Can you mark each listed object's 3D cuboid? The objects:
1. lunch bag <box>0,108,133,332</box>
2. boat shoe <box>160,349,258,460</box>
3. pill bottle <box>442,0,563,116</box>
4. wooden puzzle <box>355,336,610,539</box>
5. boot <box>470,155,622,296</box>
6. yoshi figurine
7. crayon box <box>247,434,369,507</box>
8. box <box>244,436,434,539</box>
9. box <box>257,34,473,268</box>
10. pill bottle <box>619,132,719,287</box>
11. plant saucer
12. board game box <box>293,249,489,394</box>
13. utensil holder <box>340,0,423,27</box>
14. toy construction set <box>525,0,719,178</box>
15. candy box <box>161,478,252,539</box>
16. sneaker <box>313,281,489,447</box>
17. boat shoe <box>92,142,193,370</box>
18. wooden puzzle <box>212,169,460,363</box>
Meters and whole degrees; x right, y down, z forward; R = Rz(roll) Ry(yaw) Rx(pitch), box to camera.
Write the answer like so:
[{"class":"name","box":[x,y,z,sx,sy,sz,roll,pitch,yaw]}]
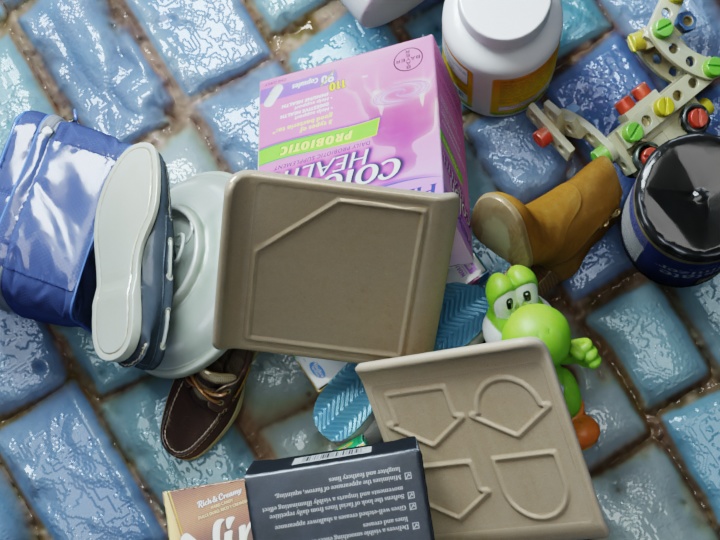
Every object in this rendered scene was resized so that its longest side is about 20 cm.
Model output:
[{"class":"lunch bag","box":[-0.290,-0.055,1.531,0.131,0.136,0.202,16,78,5]},{"class":"boat shoe","box":[-0.136,0.090,1.509,0.072,0.072,0.201,36,102,13]},{"class":"pill bottle","box":[0.130,-0.221,1.503,0.110,0.200,0.112,-1,80,3]},{"class":"wooden puzzle","box":[0.109,0.149,1.407,0.184,0.046,0.201,-11,111,33]},{"class":"boot","box":[0.175,-0.057,1.472,0.071,0.202,0.144,38,76,26]},{"class":"yoshi figurine","box":[0.155,0.092,1.443,0.111,0.201,0.113,12,47,35]},{"class":"crayon box","box":[-0.003,0.262,1.439,0.118,0.058,0.201,-27,89,1]},{"class":"box","box":[-0.008,0.252,1.357,0.147,0.107,0.202,-8,89,0]},{"class":"box","box":[0.002,-0.092,1.483,0.174,0.097,0.201,-13,52,15]},{"class":"pill bottle","box":[0.292,-0.047,1.463,0.111,0.200,0.113,-1,80,4]},{"class":"plant saucer","box":[-0.170,-0.003,1.503,0.199,0.050,0.202,-18,61,37]},{"class":"board game box","box":[0.000,0.000,1.552,0.199,0.040,0.154,-34,80,-3]},{"class":"utensil holder","box":[0.003,-0.359,1.556,0.169,0.170,0.201,-37,83,-4]},{"class":"toy construction set","box":[0.259,-0.166,1.541,0.199,0.092,0.132,-37,94,1]},{"class":"candy box","box":[-0.077,0.246,1.505,0.198,0.056,0.118,-8,81,0]},{"class":"sneaker","box":[0.048,0.089,1.505,0.200,0.081,0.077,-40,57,4]},{"class":"boat shoe","box":[-0.192,-0.012,1.446,0.074,0.062,0.202,-14,68,35]},{"class":"wooden puzzle","box":[-0.023,-0.001,1.399,0.198,0.186,0.037,4,36,-6]}]
